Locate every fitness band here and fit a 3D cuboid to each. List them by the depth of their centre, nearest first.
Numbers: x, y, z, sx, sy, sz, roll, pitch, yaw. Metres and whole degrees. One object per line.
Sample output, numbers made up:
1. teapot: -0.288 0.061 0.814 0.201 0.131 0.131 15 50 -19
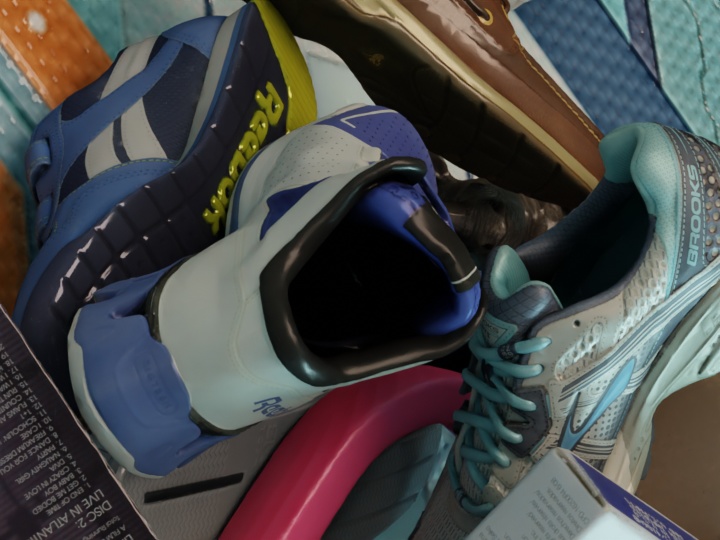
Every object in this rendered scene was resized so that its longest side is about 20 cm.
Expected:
1. fitness band: 0.002 0.130 1.026 0.144 0.037 0.200 47 66 -39

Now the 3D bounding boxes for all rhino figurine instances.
1. rhino figurine: 0.086 -0.017 1.215 0.200 0.087 0.060 5 104 -45

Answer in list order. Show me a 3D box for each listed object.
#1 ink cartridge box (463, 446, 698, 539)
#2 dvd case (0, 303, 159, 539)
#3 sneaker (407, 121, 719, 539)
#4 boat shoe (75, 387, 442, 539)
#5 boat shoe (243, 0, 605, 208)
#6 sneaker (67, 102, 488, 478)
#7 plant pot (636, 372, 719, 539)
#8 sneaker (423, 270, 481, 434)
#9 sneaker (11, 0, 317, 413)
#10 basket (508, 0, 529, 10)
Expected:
1. ink cartridge box: 0.063 0.176 0.987 0.196 0.200 0.043 34 12 -42
2. dvd case: -0.157 0.074 0.887 0.149 0.016 0.200 -35 99 -12
3. sneaker: 0.060 0.033 0.969 0.086 0.200 0.078 29 9 -39
4. boat shoe: -0.046 0.062 1.039 0.200 0.062 0.072 1 107 -54
5. boat shoe: 0.029 -0.097 1.100 0.200 0.072 0.068 38 71 -26
6. sneaker: 0.000 0.000 0.961 0.081 0.115 0.199 65 32 -12
7. plant pot: 0.157 0.056 1.067 0.174 0.200 0.200 -24 88 -11
8. sneaker: 0.055 0.040 1.134 0.200 0.078 0.075 23 95 -32
9. sneaker: -0.083 -0.019 1.030 0.074 0.082 0.200 67 33 -30
10. basket: 0.067 -0.203 1.201 0.200 0.135 0.123 17 52 -70
